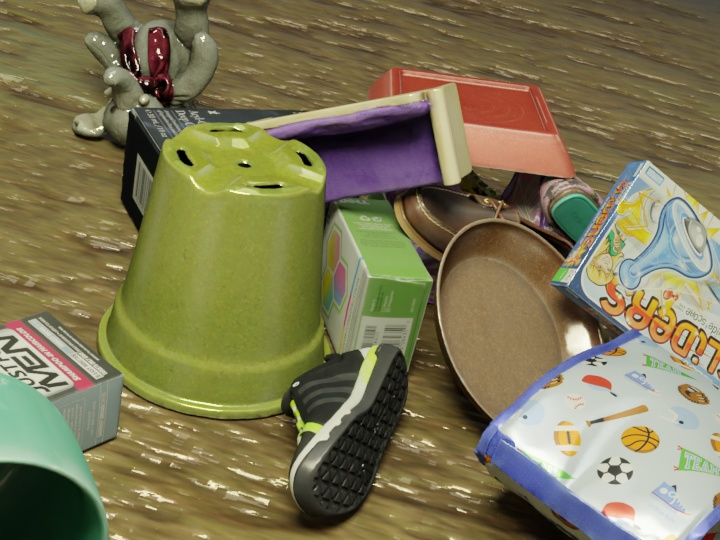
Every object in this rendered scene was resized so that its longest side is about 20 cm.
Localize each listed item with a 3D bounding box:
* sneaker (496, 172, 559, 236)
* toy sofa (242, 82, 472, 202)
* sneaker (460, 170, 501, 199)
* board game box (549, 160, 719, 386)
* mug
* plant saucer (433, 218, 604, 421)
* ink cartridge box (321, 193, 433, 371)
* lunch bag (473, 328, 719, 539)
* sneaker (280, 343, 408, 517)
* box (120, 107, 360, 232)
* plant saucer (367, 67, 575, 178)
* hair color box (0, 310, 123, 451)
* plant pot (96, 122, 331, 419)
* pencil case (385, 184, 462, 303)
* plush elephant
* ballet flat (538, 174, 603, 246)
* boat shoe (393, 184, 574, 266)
[{"bbox_3d":[0.168,-0.064,1.188,0.088,0.081,0.201,2,64,5],"label":"sneaker"},{"bbox_3d":[-0.013,-0.101,0.983,0.199,0.083,0.098,-7,11,23],"label":"toy sofa"},{"bbox_3d":[0.121,-0.068,1.242,0.199,0.077,0.075,15,27,2],"label":"sneaker"},{"bbox_3d":[0.284,0.015,1.022,0.200,0.136,0.034,36,-7,-15],"label":"board game box"},{"bbox_3d":[-0.248,0.133,0.650,0.185,0.152,0.114,-2,32,-29],"label":"mug"},{"bbox_3d":[0.130,0.055,0.977,0.200,0.037,0.201,19,57,-33],"label":"plant saucer"},{"bbox_3d":[0.000,0.000,1.041,0.059,0.104,0.200,3,30,-18],"label":"ink cartridge box"},{"bbox_3d":[0.199,0.148,0.840,0.170,0.124,0.200,34,28,30],"label":"lunch bag"},{"bbox_3d":[-0.026,0.120,0.875,0.083,0.072,0.200,0,22,20],"label":"sneaker"},{"bbox_3d":[-0.120,-0.085,1.142,0.199,0.107,0.148,-3,31,-28],"label":"box"},{"bbox_3d":[0.107,-0.155,1.144,0.199,0.037,0.200,8,26,-3],"label":"plant saucer"},{"bbox_3d":[-0.275,0.101,0.793,0.099,0.061,0.200,32,35,31],"label":"hair color box"},{"bbox_3d":[-0.107,-0.013,0.937,0.200,0.185,0.201,9,28,-5],"label":"plant pot"},{"bbox_3d":[0.062,-0.063,1.143,0.085,0.084,0.200,11,46,-32],"label":"pencil case"},{"bbox_3d":[-0.244,-0.208,1.282,0.164,0.200,0.155,6,49,16],"label":"plush elephant"},{"bbox_3d":[0.238,-0.033,1.134,0.200,0.069,0.071,45,25,-32],"label":"ballet flat"},{"bbox_3d":[0.119,-0.036,1.048,0.200,0.070,0.071,21,51,-40],"label":"boat shoe"}]
